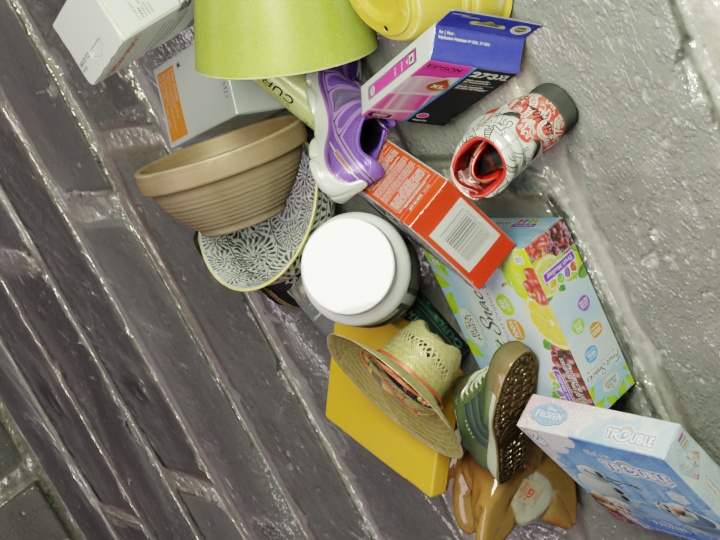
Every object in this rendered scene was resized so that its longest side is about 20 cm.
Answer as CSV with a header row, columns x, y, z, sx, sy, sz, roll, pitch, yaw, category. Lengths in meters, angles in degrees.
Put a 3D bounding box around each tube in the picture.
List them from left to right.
x,y,z,sx,sy,sz,roll,pitch,yaw,category
-0.079,-0.200,1.608,0.199,0.052,0.058,36,129,-6,tube

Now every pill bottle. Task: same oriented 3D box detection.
x,y,z,sx,sy,sz,roll,pitch,yaw,category
0.000,0.000,1.551,0.116,0.116,0.200,49,-177,7,pill bottle

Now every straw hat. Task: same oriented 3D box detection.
x,y,z,sx,sy,sz,roll,pitch,yaw,category
0.060,0.101,1.559,0.200,0.085,0.201,38,165,12,straw hat

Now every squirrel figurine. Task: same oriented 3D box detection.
x,y,z,sx,sy,sz,roll,pitch,yaw,category
0.142,0.202,1.736,0.186,0.140,0.203,32,133,52,squirrel figurine

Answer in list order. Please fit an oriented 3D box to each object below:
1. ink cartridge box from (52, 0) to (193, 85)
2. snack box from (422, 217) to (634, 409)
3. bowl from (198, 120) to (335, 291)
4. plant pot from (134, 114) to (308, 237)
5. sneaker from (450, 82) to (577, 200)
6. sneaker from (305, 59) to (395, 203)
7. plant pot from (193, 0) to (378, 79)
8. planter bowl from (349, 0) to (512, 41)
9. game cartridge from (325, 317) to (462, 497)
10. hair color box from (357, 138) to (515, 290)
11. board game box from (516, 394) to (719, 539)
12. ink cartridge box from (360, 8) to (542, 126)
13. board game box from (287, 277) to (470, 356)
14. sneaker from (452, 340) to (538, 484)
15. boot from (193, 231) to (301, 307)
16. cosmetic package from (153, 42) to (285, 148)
x,y,z,sx,sy,sz,roll,pitch,yaw,category
-0.220,-0.301,1.615,0.084,0.199,0.144,54,152,-3,ink cartridge box
0.172,0.046,1.545,0.168,0.067,0.202,4,124,55,snack box
-0.092,-0.067,1.763,0.200,0.203,0.094,23,-175,43,bowl
-0.143,-0.097,1.656,0.200,0.199,0.094,-1,111,57,plant pot
0.115,-0.106,1.417,0.068,0.108,0.201,54,152,-2,sneaker
-0.003,-0.157,1.517,0.083,0.202,0.081,-20,142,22,sneaker
-0.084,-0.308,1.455,0.186,0.186,0.203,17,120,48,plant pot
0.040,-0.274,1.370,0.200,0.083,0.202,37,148,28,planter bowl
0.037,0.135,1.710,0.199,0.032,0.179,32,126,41,game cartridge
0.060,-0.065,1.500,0.111,0.064,0.200,40,-178,-30,hair color box
0.286,0.207,1.501,0.199,0.044,0.199,44,159,-31,board game box
0.081,-0.186,1.398,0.200,0.093,0.038,146,126,-61,ink cartridge box
0.019,0.058,1.769,0.200,0.028,0.135,48,125,4,board game box
0.131,0.135,1.568,0.090,0.067,0.202,38,147,32,sneaker
-0.097,-0.011,1.849,0.137,0.078,0.199,10,166,47,boot
-0.166,-0.213,1.740,0.199,0.070,0.103,-15,88,60,cosmetic package
